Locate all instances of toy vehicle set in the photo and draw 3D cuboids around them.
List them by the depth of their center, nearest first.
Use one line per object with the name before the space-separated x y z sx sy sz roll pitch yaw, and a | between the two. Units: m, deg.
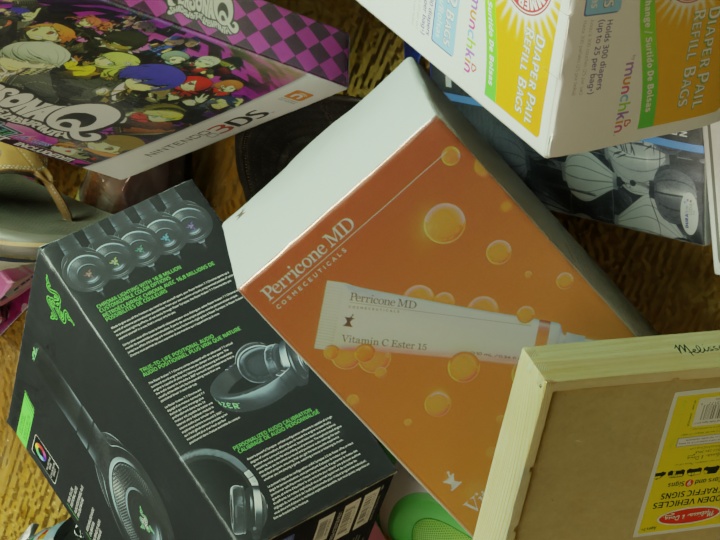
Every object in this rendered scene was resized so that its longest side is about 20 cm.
toy vehicle set | 0.154 0.085 1.333 0.027 0.199 0.125 -123 37 -47

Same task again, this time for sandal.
sandal | -0.206 -0.059 1.556 0.199 0.082 0.055 32 120 30

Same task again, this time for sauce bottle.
sauce bottle | -0.127 -0.032 1.593 0.066 0.066 0.201 39 133 18

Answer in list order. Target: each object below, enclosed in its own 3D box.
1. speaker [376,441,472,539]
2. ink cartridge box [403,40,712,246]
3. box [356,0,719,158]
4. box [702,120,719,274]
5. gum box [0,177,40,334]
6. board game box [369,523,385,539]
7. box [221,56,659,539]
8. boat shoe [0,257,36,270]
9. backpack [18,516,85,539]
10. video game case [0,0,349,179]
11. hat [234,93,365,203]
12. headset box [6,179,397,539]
speaker | 0.100 0.141 1.477 0.199 0.088 0.089 29 127 26
ink cartridge box | 0.091 -0.081 1.405 0.199 0.039 0.100 14 121 35
box | 0.076 -0.150 1.295 0.200 0.101 0.113 44 137 44
box | 0.250 -0.047 1.273 0.199 0.060 0.117 10 117 37
gum box | -0.264 0.000 1.721 0.114 0.066 0.200 54 134 6
board game box | -0.049 0.106 1.556 0.201 0.040 0.153 62 163 5
box | 0.047 0.021 1.360 0.124 0.098 0.200 -41 109 8
boat shoe | -0.265 -0.005 1.578 0.075 0.201 0.087 48 128 51
backpack | -0.181 0.236 1.733 0.199 0.154 0.164 -31 92 22
video game case | -0.137 -0.104 1.408 0.181 0.199 0.036 -19 64 43
hat | 0.000 0.000 1.459 0.200 0.081 0.201 26 144 21
headset box | -0.087 0.080 1.425 0.200 0.092 0.174 55 153 20
